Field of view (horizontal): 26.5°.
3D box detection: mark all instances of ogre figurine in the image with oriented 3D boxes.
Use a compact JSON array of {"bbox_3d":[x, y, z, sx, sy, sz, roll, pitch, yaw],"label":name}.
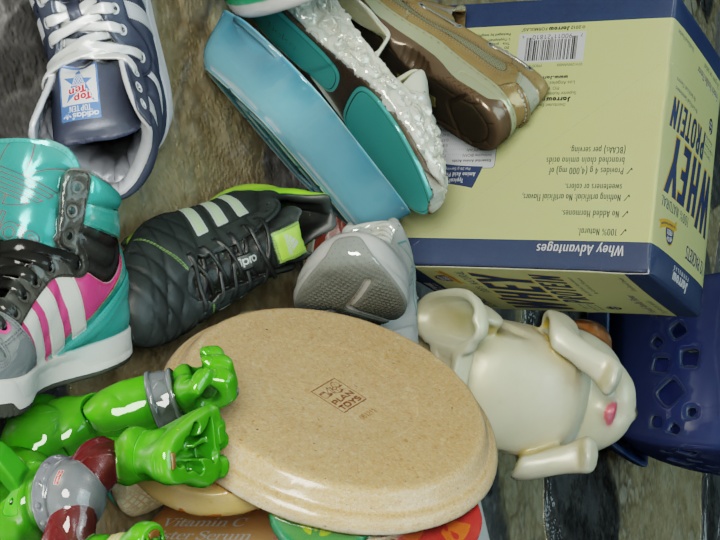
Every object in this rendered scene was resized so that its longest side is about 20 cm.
[{"bbox_3d":[-0.138,0.114,0.726,0.098,0.119,0.201,55,41,-54],"label":"ogre figurine"}]

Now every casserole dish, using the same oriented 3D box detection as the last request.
[{"bbox_3d":[-0.039,-0.090,1.000,0.039,0.121,0.200,-44,142,-2],"label":"casserole dish"}]

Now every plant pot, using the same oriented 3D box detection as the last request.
[{"bbox_3d":[0.353,0.121,1.701,0.200,0.179,0.201,34,57,-59],"label":"plant pot"}]

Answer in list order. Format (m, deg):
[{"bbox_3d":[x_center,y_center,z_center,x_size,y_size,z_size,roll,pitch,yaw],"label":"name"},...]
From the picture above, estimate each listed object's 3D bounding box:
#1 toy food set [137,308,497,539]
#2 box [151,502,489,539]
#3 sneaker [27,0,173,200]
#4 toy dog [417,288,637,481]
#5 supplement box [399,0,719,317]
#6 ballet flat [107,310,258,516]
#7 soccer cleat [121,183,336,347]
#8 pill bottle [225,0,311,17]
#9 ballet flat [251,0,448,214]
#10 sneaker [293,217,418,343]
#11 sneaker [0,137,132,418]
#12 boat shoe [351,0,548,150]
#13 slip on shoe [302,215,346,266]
[{"bbox_3d":[-0.017,0.088,0.846,0.200,0.197,0.049,-49,158,-60],"label":"toy food set"},{"bbox_3d":[-0.030,0.172,0.909,0.200,0.152,0.107,-46,127,-59],"label":"box"},{"bbox_3d":[-0.144,-0.131,0.778,0.109,0.070,0.201,-88,165,-61],"label":"sneaker"},{"bbox_3d":[0.116,0.094,1.144,0.199,0.194,0.140,8,86,-30],"label":"toy dog"},{"bbox_3d":[0.146,-0.080,1.120,0.134,0.199,0.201,28,67,-59],"label":"supplement box"},{"bbox_3d":[-0.082,0.077,0.916,0.200,0.062,0.068,-52,135,-54],"label":"ballet flat"},{"bbox_3d":[-0.080,-0.011,0.912,0.200,0.081,0.068,-43,124,-59],"label":"soccer cleat"},{"bbox_3d":[-0.071,-0.266,0.923,0.200,0.113,0.113,63,32,-24],"label":"pill bottle"},{"bbox_3d":[0.006,-0.133,1.026,0.200,0.072,0.072,51,28,3],"label":"ballet flat"},{"bbox_3d":[0.000,0.000,0.965,0.200,0.070,0.081,69,24,-75],"label":"sneaker"},{"bbox_3d":[-0.168,-0.001,0.718,0.200,0.083,0.121,-27,116,-71],"label":"sneaker"},{"bbox_3d":[0.046,-0.162,1.086,0.076,0.200,0.072,-40,157,-24],"label":"boat shoe"},{"bbox_3d":[0.002,0.034,1.088,0.074,0.061,0.201,4,82,-43],"label":"slip on shoe"}]
